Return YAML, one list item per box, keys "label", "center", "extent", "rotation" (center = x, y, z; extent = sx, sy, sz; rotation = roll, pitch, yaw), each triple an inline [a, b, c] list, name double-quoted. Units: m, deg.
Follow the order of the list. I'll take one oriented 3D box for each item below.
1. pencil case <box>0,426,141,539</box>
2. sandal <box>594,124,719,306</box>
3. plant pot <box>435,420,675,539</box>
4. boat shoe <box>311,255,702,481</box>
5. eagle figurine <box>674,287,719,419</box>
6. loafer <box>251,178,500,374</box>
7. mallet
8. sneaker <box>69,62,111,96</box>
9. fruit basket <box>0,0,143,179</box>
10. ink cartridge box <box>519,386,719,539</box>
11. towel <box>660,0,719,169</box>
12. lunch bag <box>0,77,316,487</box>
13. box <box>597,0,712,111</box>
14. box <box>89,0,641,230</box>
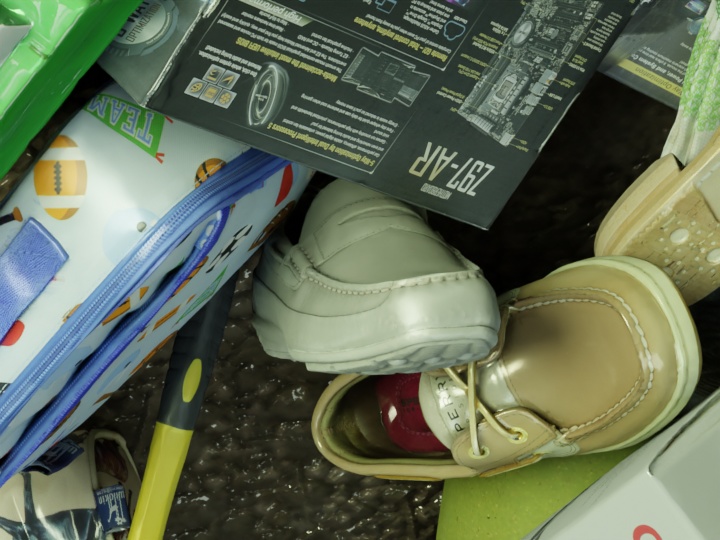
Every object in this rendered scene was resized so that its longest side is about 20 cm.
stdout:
- label: "pencil case"
  center: [-0.183, 0.131, 1.184]
  extent: [0.199, 0.090, 0.078]
  rotation: [-18, 136, 1]
- label: "sandal"
  center: [0.166, -0.045, 1.019]
  extent: [0.077, 0.070, 0.212]
  rotation: [19, 125, -32]
- label: "plant pot"
  center: [0.108, 0.118, 1.221]
  extent: [0.186, 0.187, 0.201]
  rotation: [-13, 122, -5]
- label: "boat shoe"
  center: [0.051, 0.046, 1.084]
  extent: [0.066, 0.074, 0.200]
  rotation: [-19, 176, -34]
- label: "eagle figurine"
  center: [0.205, 0.051, 1.123]
  extent: [0.199, 0.153, 0.151]
  rotation: [-15, 149, 18]
- label: "loafer"
  center: [0.000, 0.000, 1.042]
  extent: [0.070, 0.200, 0.070]
  rotation: [-3, 93, -19]
- label: "mallet"
  center: [-0.084, 0.066, 1.121]
  extent: [0.065, 0.041, 0.201]
  rotation: [7, 96, -17]
- label: "sneaker"
  center: [-0.168, -0.074, 1.001]
  extent: [0.199, 0.076, 0.076]
  rotation: [-15, 175, -13]
- label: "fruit basket"
  center: [-0.169, -0.116, 0.882]
  extent: [0.200, 0.094, 0.185]
  rotation: [42, 119, -2]
- label: "ink cartridge box"
  center: [0.111, 0.155, 1.078]
  extent: [0.083, 0.145, 0.200]
  rotation: [-33, 173, -47]
- label: "towel"
  center: [0.194, -0.096, 1.050]
  extent: [0.148, 0.031, 0.201]
  rotation: [-3, 134, -17]
- label: "lunch bag"
  center: [-0.107, 0.010, 1.030]
  extent: [0.076, 0.160, 0.200]
  rotation: [43, 116, 3]
- label: "box"
  center: [0.198, -0.109, 1.088]
  extent: [0.199, 0.049, 0.161]
  rotation: [22, 123, -35]
- label: "box"
  center: [0.020, -0.107, 0.963]
  extent: [0.200, 0.044, 0.161]
  rotation: [16, 112, -52]
